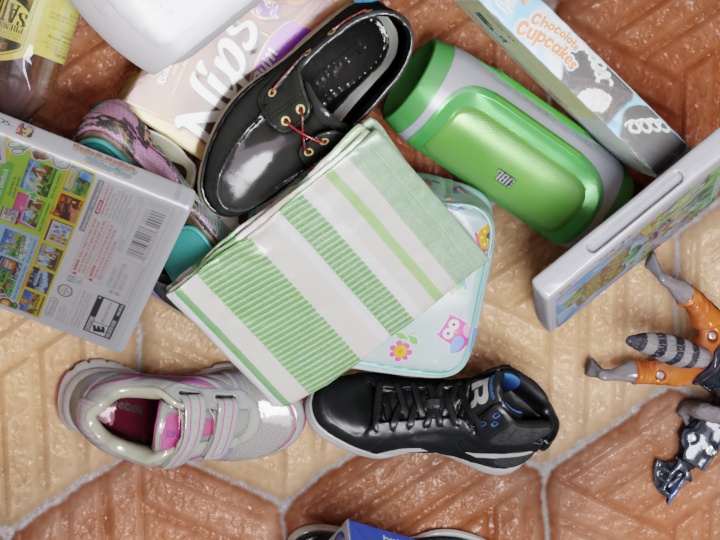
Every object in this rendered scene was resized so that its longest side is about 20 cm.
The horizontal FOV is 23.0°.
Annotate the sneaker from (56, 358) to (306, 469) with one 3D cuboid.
[{"bbox_3d":[-0.138,0.120,1.390,0.198,0.088,0.082,1,103,-11],"label":"sneaker"}]

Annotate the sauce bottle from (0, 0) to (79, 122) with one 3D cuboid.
[{"bbox_3d":[-0.247,-0.167,1.305,0.065,0.066,0.202,17,90,-14],"label":"sauce bottle"}]

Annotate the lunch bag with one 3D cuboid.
[{"bbox_3d":[0.000,0.000,1.380,0.198,0.077,0.162,10,109,2],"label":"lunch bag"}]

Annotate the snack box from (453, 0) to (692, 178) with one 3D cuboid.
[{"bbox_3d":[0.159,-0.153,1.358,0.200,0.116,0.037,43,92,-11],"label":"snack box"}]

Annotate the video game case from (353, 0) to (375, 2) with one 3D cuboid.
[{"bbox_3d":[0.018,-0.306,1.298,0.018,0.143,0.202,1,105,19],"label":"video game case"}]

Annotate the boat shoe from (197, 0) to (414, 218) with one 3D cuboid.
[{"bbox_3d":[-0.042,-0.119,1.296,0.202,0.063,0.074,-47,114,-7],"label":"boat shoe"}]

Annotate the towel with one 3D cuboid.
[{"bbox_3d":[-0.025,0.001,1.309,0.199,0.023,0.153,-38,117,7],"label":"towel"}]

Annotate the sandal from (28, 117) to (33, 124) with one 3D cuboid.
[{"bbox_3d":[-0.334,-0.080,1.330,0.199,0.045,0.075,-38,107,0],"label":"sandal"}]

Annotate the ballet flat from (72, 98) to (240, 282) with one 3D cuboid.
[{"bbox_3d":[-0.135,-0.048,1.325,0.201,0.069,0.071,52,46,-22],"label":"ballet flat"}]

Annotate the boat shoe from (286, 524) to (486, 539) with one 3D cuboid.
[{"bbox_3d":[0.034,0.256,1.467,0.198,0.060,0.077,2,105,-10],"label":"boat shoe"}]

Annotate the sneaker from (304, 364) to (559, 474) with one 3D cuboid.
[{"bbox_3d":[0.064,0.103,1.406,0.198,0.112,0.074,11,60,-19],"label":"sneaker"}]

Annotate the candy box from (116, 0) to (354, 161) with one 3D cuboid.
[{"bbox_3d":[-0.086,-0.179,1.348,0.116,0.056,0.201,33,93,-15],"label":"candy box"}]

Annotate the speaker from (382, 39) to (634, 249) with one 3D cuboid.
[{"bbox_3d":[0.117,-0.096,1.389,0.199,0.088,0.089,33,95,-16],"label":"speaker"}]

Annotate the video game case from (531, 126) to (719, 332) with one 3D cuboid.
[{"bbox_3d":[0.210,-0.026,1.371,0.182,0.200,0.022,-39,79,0],"label":"video game case"}]

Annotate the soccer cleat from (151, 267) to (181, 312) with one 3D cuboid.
[{"bbox_3d":[-0.184,-0.028,1.368,0.199,0.073,0.069,37,64,-32],"label":"soccer cleat"}]

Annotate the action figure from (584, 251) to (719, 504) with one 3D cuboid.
[{"bbox_3d":[0.285,0.104,1.460,0.192,0.105,0.202,25,97,-7],"label":"action figure"}]

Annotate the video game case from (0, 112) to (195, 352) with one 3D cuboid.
[{"bbox_3d":[-0.233,-0.028,1.302,0.180,0.023,0.200,21,141,-10],"label":"video game case"}]

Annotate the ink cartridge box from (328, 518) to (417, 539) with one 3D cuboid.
[{"bbox_3d":[-0.021,0.283,1.418,0.093,0.044,0.200,20,128,-25],"label":"ink cartridge box"}]

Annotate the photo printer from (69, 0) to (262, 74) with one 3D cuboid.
[{"bbox_3d":[-0.127,-0.252,1.258,0.199,0.069,0.167,-39,108,-3],"label":"photo printer"}]
